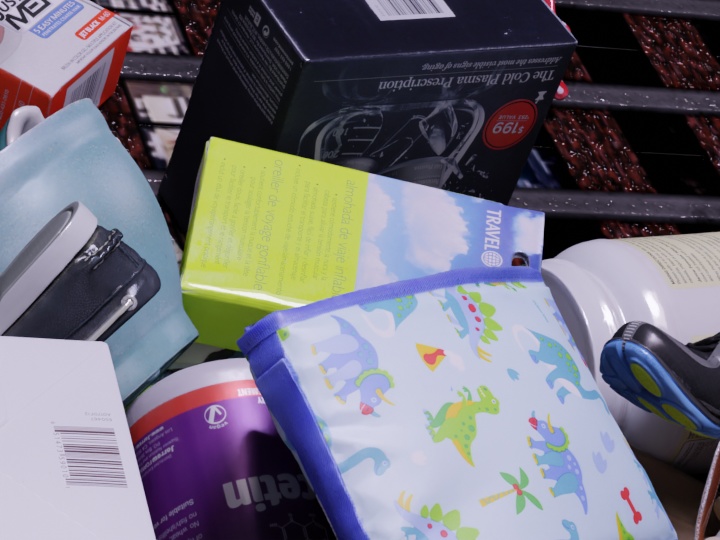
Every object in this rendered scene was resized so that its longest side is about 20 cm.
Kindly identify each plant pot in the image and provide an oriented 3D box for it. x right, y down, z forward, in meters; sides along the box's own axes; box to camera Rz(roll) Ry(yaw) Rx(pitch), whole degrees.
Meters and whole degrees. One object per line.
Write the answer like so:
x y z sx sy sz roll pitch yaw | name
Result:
-0.171 0.027 1.273 0.134 0.200 0.200 48 40 1 | plant pot

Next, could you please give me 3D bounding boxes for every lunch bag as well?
0.037 0.095 1.152 0.200 0.127 0.170 1 57 -60 | lunch bag

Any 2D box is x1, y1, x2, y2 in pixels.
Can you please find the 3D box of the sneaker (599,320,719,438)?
0.205 0.051 1.325 0.200 0.083 0.071 13 7 -40 | sneaker

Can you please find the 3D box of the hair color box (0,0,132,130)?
-0.260 -0.157 1.542 0.200 0.064 0.111 27 38 8 | hair color box

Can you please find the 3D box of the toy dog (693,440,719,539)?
0.223 0.145 1.283 0.132 0.096 0.200 47 25 0 | toy dog

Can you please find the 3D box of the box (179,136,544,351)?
0.000 0.000 1.368 0.200 0.048 0.122 12 47 -6 | box

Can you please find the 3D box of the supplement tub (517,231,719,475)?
0.185 0.050 1.439 0.200 0.145 0.145 -4 44 -30 | supplement tub

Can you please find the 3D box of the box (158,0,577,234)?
0.003 -0.094 1.496 0.200 0.182 0.104 -7 46 -32 | box

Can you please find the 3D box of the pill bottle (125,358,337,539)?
-0.051 0.151 1.212 0.112 0.112 0.200 0 53 -26 | pill bottle

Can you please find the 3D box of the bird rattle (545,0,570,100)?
0.054 -0.143 1.685 0.200 0.113 0.163 23 47 -20 | bird rattle

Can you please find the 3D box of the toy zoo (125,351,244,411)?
-0.038 0.092 1.380 0.200 0.020 0.131 -20 53 -41 | toy zoo

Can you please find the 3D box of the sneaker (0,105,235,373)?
-0.146 -0.021 1.395 0.200 0.093 0.070 36 38 28 | sneaker

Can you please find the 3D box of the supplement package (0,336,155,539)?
-0.193 0.150 1.083 0.151 0.200 0.152 4 40 -22 | supplement package

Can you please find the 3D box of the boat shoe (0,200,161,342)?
-0.178 0.059 1.154 0.060 0.200 0.076 41 13 -14 | boat shoe

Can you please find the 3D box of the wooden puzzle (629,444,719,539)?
0.190 0.193 1.320 0.185 0.037 0.200 28 32 -35 | wooden puzzle
